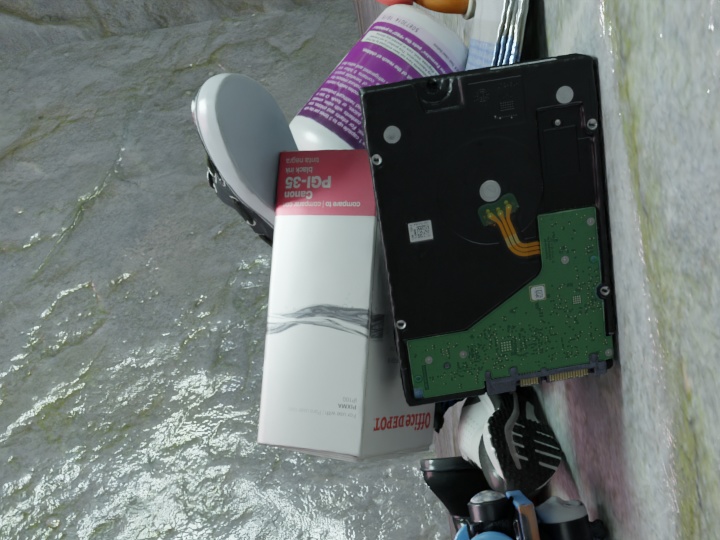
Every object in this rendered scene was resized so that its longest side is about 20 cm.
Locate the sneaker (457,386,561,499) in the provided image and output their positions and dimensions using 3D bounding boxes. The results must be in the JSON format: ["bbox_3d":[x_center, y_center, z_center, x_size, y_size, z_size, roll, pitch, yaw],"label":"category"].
[{"bbox_3d":[0.131,0.163,0.852,0.200,0.073,0.080,-79,15,-72],"label":"sneaker"}]

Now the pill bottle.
[{"bbox_3d":[0.006,-0.124,0.802,0.112,0.200,0.112,37,170,7],"label":"pill bottle"}]

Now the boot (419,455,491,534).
[{"bbox_3d":[0.114,0.295,0.939,0.165,0.065,0.201,29,-124,-60],"label":"boot"}]

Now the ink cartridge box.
[{"bbox_3d":[0.000,0.027,0.654,0.146,0.082,0.201,16,-102,-66],"label":"ink cartridge box"}]

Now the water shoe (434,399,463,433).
[{"bbox_3d":[0.061,0.130,0.927,0.199,0.071,0.079,8,-108,-48],"label":"water shoe"}]

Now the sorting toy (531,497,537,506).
[{"bbox_3d":[0.169,0.202,1.010,0.201,0.036,0.186,-93,-5,-52],"label":"sorting toy"}]

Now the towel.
[{"bbox_3d":[0.091,-0.136,0.710,0.147,0.024,0.201,-99,17,-74],"label":"towel"}]

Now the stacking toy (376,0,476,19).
[{"bbox_3d":[0.007,-0.281,0.802,0.146,0.199,0.147,170,90,-90],"label":"stacking toy"}]

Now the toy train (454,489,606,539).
[{"bbox_3d":[0.137,0.261,0.684,0.087,0.113,0.201,94,167,-83],"label":"toy train"}]

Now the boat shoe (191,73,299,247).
[{"bbox_3d":[-0.076,-0.068,0.654,0.200,0.066,0.070,46,-128,-59],"label":"boat shoe"}]

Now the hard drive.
[{"bbox_3d":[0.081,-0.023,0.567,0.038,0.139,0.201,-100,0,-74],"label":"hard drive"}]
